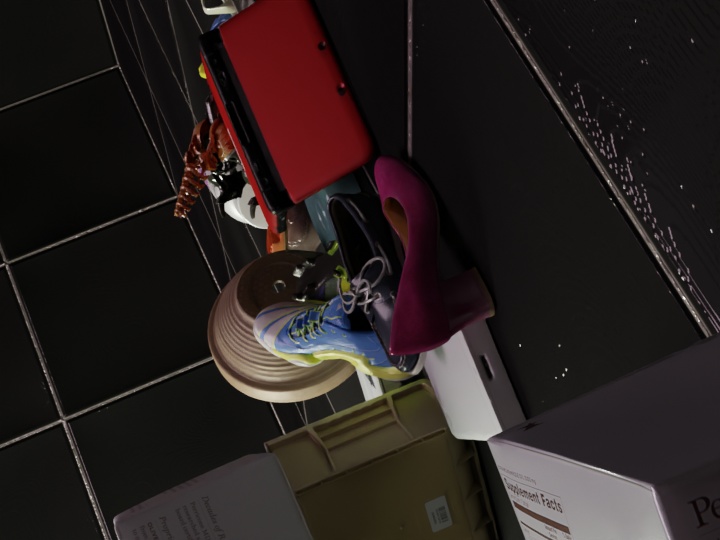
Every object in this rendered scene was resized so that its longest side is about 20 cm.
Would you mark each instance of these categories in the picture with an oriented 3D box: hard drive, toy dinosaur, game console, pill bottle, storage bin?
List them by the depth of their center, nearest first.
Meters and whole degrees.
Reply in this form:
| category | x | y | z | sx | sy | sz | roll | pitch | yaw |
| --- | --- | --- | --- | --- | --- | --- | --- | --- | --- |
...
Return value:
| category | x | y | z | sx | sy | sz | roll | pitch | yaw |
| --- | --- | --- | --- | --- | --- | --- | --- | --- | --- |
| hard drive | 0.095 | 0.092 | 1.268 | 0.200 | 0.026 | 0.133 | 145 | 103 | -79 |
| game console | -0.076 | -0.162 | 1.400 | 0.172 | 0.118 | 0.201 | 101 | 146 | -79 |
| storage bin | 0.028 | 0.244 | 1.437 | 0.094 | 0.197 | 0.201 | -128 | 19 | -59 |
| toy dinosaur | -0.149 | -0.135 | 1.527 | 0.102 | 0.200 | 0.136 | 30 | 156 | 49 |
| pill bottle | -0.146 | -0.128 | 1.807 | 0.200 | 0.112 | 0.113 | -132 | 22 | -60 |

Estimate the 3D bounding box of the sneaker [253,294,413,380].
| category | x | y | z | sx | sy | sz | roll | pitch | yaw |
| --- | --- | --- | --- | --- | --- | --- | --- | --- | --- |
| sneaker | -0.029 | 0.050 | 1.415 | 0.105 | 0.199 | 0.076 | 68 | -143 | -51 |

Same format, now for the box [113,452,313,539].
| category | x | y | z | sx | sy | sz | roll | pitch | yaw |
| --- | --- | --- | --- | --- | --- | --- | --- | --- | --- |
| box | -0.134 | 0.304 | 1.374 | 0.201 | 0.170 | 0.199 | 65 | 167 | 3 |

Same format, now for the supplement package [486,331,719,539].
| category | x | y | z | sx | sy | sz | roll | pitch | yaw |
| --- | --- | --- | --- | --- | --- | --- | --- | --- | --- |
| supplement package | 0.177 | 0.114 | 0.433 | 0.147 | 0.190 | 0.201 | 172 | 75 | -79 |

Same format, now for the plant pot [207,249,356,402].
| category | x | y | z | sx | sy | sz | roll | pitch | yaw |
| --- | --- | --- | --- | --- | --- | --- | --- | --- | --- |
| plant pot | -0.086 | 0.044 | 1.591 | 0.093 | 0.200 | 0.201 | 76 | 168 | -52 |

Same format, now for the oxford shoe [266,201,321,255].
| category | x | y | z | sx | sy | sz | roll | pitch | yaw |
| --- | --- | --- | --- | --- | --- | --- | --- | --- | --- |
| oxford shoe | -0.074 | -0.079 | 1.696 | 0.071 | 0.072 | 0.201 | -105 | 19 | -53 |

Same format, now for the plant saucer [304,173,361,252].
| category | x | y | z | sx | sy | sz | roll | pitch | yaw |
| --- | --- | --- | --- | --- | --- | --- | --- | --- | --- |
| plant saucer | -0.029 | -0.067 | 1.551 | 0.200 | 0.036 | 0.201 | 158 | 90 | -79 |

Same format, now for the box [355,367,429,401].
| category | x | y | z | sx | sy | sz | roll | pitch | yaw |
| --- | --- | --- | --- | --- | --- | --- | --- | --- | --- |
| box | 0.046 | 0.149 | 1.535 | 0.117 | 0.060 | 0.201 | -131 | 22 | -61 |

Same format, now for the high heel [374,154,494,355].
| category | x | y | z | sx | sy | sz | roll | pitch | yaw |
| --- | --- | --- | --- | --- | --- | --- | --- | --- | --- |
| high heel | 0.031 | -0.016 | 1.179 | 0.068 | 0.095 | 0.201 | 85 | 160 | -58 |

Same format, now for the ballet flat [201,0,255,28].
| category | x | y | z | sx | sy | sz | roll | pitch | yaw |
| --- | --- | --- | --- | --- | --- | --- | --- | --- | --- |
| ballet flat | -0.145 | -0.298 | 1.586 | 0.070 | 0.069 | 0.201 | 92 | 154 | -66 |

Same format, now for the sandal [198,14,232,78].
| category | x | y | z | sx | sy | sz | roll | pitch | yaw |
| --- | --- | --- | --- | --- | --- | --- | --- | --- | --- |
| sandal | -0.160 | -0.278 | 1.726 | 0.200 | 0.079 | 0.088 | -137 | 58 | -77 |

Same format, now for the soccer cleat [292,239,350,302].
| category | x | y | z | sx | sy | sz | roll | pitch | yaw |
| --- | --- | --- | --- | --- | --- | --- | --- | --- | --- |
| soccer cleat | 0.000 | -0.001 | 1.453 | 0.200 | 0.083 | 0.065 | -24 | 62 | 58 |

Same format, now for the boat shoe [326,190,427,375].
| category | x | y | z | sx | sy | sz | roll | pitch | yaw |
| --- | --- | --- | --- | --- | --- | --- | --- | --- | --- |
| boat shoe | 0.015 | 0.008 | 1.302 | 0.075 | 0.061 | 0.201 | -48 | 47 | 48 |
